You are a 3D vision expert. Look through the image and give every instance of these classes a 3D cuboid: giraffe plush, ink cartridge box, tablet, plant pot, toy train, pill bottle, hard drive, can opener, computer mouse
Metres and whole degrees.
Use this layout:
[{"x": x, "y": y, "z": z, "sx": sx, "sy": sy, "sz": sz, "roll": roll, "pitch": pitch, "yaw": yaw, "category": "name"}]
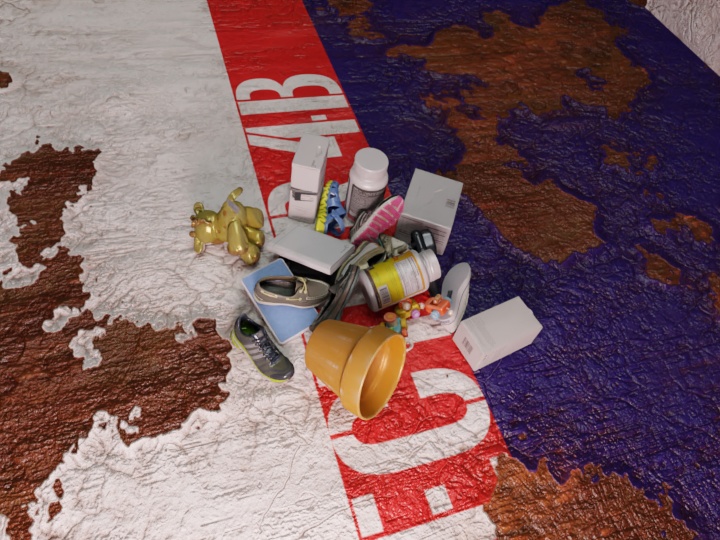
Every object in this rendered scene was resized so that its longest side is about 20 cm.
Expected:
[{"x": -0.362, "y": -0.109, "z": 1.540, "sx": 0.158, "sy": 0.201, "sz": 0.176, "roll": -8, "pitch": 50, "yaw": 20, "category": "giraffe plush"}, {"x": -0.146, "y": -0.260, "z": 1.659, "sx": 0.082, "sy": 0.202, "sz": 0.147, "roll": 12, "pitch": 49, "yaw": -1, "category": "ink cartridge box"}, {"x": -0.200, "y": 0.075, "z": 1.476, "sx": 0.128, "sy": 0.014, "sz": 0.202, "roll": -28, "pitch": 73, "yaw": -27, "category": "tablet"}, {"x": -0.021, "y": 0.202, "z": 1.333, "sx": 0.180, "sy": 0.204, "sz": 0.200, "roll": 22, "pitch": 48, "yaw": 28, "category": "plant pot"}, {"x": 0.133, "y": 0.111, "z": 1.471, "sx": 0.148, "sy": 0.057, "sz": 0.199, "roll": 14, "pitch": 44, "yaw": 45, "category": "toy train"}, {"x": 0.100, "y": 0.018, "z": 1.483, "sx": 0.196, "sy": 0.110, "sz": 0.111, "roll": -22, "pitch": 57, "yaw": -9, "category": "pill bottle"}, {"x": 0.018, "y": -0.237, "z": 1.673, "sx": 0.111, "sy": 0.202, "sz": 0.116, "roll": 5, "pitch": 50, "yaw": -7, "category": "pill bottle"}, {"x": -0.130, "y": -0.060, "z": 1.558, "sx": 0.196, "sy": 0.027, "sz": 0.132, "roll": 21, "pitch": 38, "yaw": 22, "category": "hard drive"}, {"x": 0.178, "y": -0.017, "z": 1.587, "sx": 0.077, "sy": 0.063, "sz": 0.205, "roll": -15, "pitch": 72, "yaw": 6, "category": "can opener"}, {"x": -0.132, "y": -0.012, "z": 1.559, "sx": 0.195, "sy": 0.053, "sz": 0.141, "roll": 14, "pitch": 49, "yaw": 0, "category": "computer mouse"}]

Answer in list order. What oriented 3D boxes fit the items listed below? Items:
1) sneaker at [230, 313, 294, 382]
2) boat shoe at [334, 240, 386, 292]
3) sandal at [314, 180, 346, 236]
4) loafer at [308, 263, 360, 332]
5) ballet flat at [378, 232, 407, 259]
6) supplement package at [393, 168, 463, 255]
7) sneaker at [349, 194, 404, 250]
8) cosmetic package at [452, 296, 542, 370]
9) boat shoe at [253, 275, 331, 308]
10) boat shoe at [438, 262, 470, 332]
[{"x": -0.230, "y": 0.180, "z": 1.367, "sx": 0.198, "sy": 0.082, "sz": 0.074, "roll": 37, "pitch": 54, "yaw": 18, "category": "sneaker"}, {"x": 0.000, "y": 0.000, "z": 1.547, "sx": 0.067, "sy": 0.076, "sz": 0.202, "roll": 14, "pitch": 54, "yaw": 29, "category": "boat shoe"}, {"x": -0.079, "y": -0.170, "z": 1.687, "sx": 0.085, "sy": 0.080, "sz": 0.204, "roll": 11, "pitch": 58, "yaw": -6, "category": "sandal"}, {"x": -0.063, "y": 0.070, "z": 1.448, "sx": 0.062, "sy": 0.072, "sz": 0.204, "roll": 25, "pitch": 78, "yaw": -9, "category": "loafer"}, {"x": 0.102, "y": -0.032, "z": 1.607, "sx": 0.074, "sy": 0.068, "sz": 0.204, "roll": -27, "pitch": 52, "yaw": 20, "category": "ballet flat"}, {"x": 0.200, "y": -0.173, "z": 1.716, "sx": 0.152, "sy": 0.112, "sz": 0.203, "roll": 18, "pitch": 51, "yaw": 5, "category": "supplement package"}, {"x": 0.036, "y": -0.144, "z": 1.635, "sx": 0.073, "sy": 0.200, "sz": 0.088, "roll": 31, "pitch": 21, "yaw": -37, "category": "sneaker"}, {"x": 0.348, "y": 0.158, "z": 1.497, "sx": 0.196, "sy": 0.086, "sz": 0.109, "roll": -17, "pitch": 57, "yaw": -24, "category": "cosmetic package"}, {"x": -0.164, "y": 0.048, "z": 1.457, "sx": 0.196, "sy": 0.061, "sz": 0.074, "roll": 0, "pitch": 63, "yaw": -16, "category": "boat shoe"}, {"x": 0.256, "y": 0.071, "z": 1.560, "sx": 0.070, "sy": 0.066, "sz": 0.203, "roll": -8, "pitch": 45, "yaw": 31, "category": "boat shoe"}]
